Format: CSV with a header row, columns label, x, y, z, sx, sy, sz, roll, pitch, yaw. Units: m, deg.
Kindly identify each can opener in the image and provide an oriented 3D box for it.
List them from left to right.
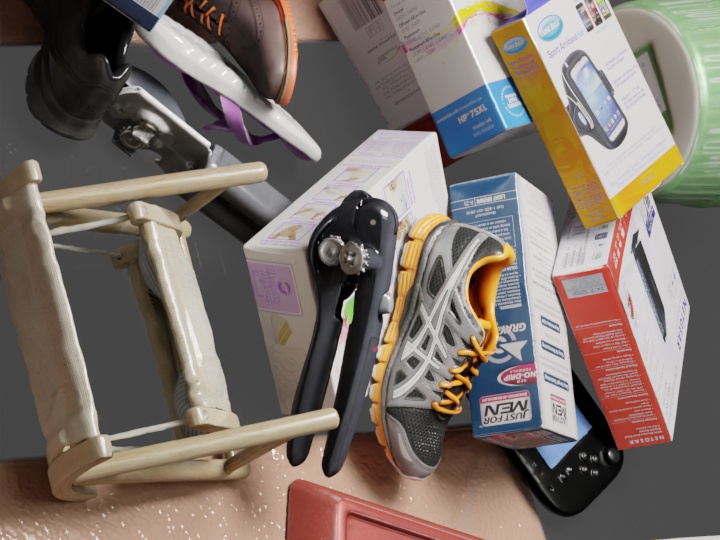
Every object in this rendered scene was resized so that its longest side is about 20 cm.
label,x,y,z,sx,sy,sz,roll,pitch,yaw
can opener,-0.108,-0.081,1.473,0.200,0.053,0.067,38,46,-24
can opener,-0.010,0.045,1.355,0.079,0.063,0.201,2,97,-65

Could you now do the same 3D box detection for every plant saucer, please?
label,x,y,z,sx,sy,sz,roll,pitch,yaw
plant saucer,0.035,0.262,1.421,0.199,0.037,0.200,21,54,-28

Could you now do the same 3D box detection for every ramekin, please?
label,x,y,z,sx,sy,sz,roll,pitch,yaw
ramekin,0.277,-0.153,1.774,0.097,0.200,0.201,-6,72,-36

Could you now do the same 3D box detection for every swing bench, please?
label,x,y,z,sx,sy,sz,roll,pitch,yaw
swing bench,-0.149,0.040,1.318,0.199,0.130,0.200,-3,71,-38

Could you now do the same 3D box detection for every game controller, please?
label,x,y,z,sx,sy,sz,roll,pitch,yaw
game controller,0.137,0.103,1.609,0.200,0.042,0.104,55,43,-4

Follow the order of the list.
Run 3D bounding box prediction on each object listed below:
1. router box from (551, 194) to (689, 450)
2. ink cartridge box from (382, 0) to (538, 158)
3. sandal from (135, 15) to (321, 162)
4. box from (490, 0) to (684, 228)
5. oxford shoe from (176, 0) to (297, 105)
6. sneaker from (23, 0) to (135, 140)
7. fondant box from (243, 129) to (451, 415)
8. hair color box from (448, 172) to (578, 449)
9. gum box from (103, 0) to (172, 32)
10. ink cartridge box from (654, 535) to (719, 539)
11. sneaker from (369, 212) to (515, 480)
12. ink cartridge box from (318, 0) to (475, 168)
label,x,y,z,sx,sy,sz,roll,pitch,yaw
router box,0.223,0.018,1.654,0.200,0.049,0.180,-69,142,-54
ink cartridge box,0.090,-0.203,1.590,0.116,0.067,0.201,-20,86,-47
sandal,-0.110,-0.133,1.499,0.202,0.050,0.083,37,10,-40
box,0.179,-0.148,1.575,0.119,0.041,0.201,-36,101,-46
oxford shoe,-0.104,-0.196,1.510,0.072,0.071,0.200,-4,43,-26
sneaker,-0.198,-0.196,1.424,0.076,0.091,0.201,10,57,-40
fondant box,0.000,0.000,1.479,0.200,0.058,0.145,-44,131,-48
hair color box,0.120,0.034,1.539,0.100,0.060,0.201,25,57,-64
gum box,-0.199,-0.264,1.399,0.170,0.045,0.200,34,20,-15
ink cartridge box,0.235,0.289,1.542,0.199,0.085,0.148,4,66,-44
sneaker,0.062,0.059,1.466,0.078,0.077,0.201,8,91,-61
ink cartridge box,0.090,-0.197,1.699,0.200,0.084,0.176,-31,92,-46
